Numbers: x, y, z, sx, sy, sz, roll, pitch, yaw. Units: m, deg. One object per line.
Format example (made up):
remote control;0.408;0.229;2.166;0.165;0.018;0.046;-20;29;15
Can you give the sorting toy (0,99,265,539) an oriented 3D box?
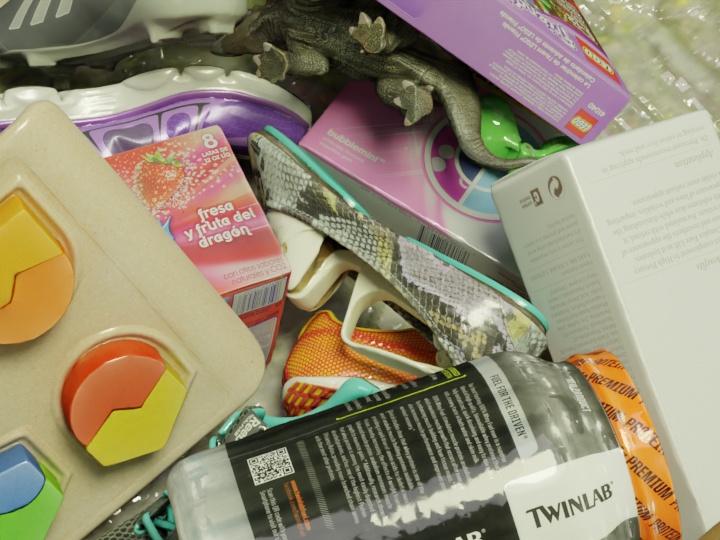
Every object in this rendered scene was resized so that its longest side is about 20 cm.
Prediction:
sorting toy;-0.157;0.053;0.794;0.200;0.186;0.036;-42;35;-5

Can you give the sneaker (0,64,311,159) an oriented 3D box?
sneaker;-0.122;-0.056;0.967;0.198;0.081;0.084;-9;78;-9

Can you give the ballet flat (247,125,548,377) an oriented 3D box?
ballet flat;0.000;0.000;0.893;0.200;0.072;0.072;36;58;27

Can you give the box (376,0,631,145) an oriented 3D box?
box;0.041;-0.157;0.919;0.199;0.039;0.137;31;23;-28

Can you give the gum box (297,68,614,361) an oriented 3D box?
gum box;0.073;-0.039;0.985;0.199;0.066;0.114;32;59;9

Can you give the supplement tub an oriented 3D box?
supplement tub;0.027;0.109;0.763;0.198;0.123;0.123;-18;63;-5

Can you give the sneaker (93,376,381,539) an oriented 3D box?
sneaker;-0.061;0.107;0.848;0.198;0.092;0.077;-20;34;-25

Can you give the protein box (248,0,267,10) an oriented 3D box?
protein box;-0.023;-0.263;1.002;0.196;0.202;0.135;1;34;-11

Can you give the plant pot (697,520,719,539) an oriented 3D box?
plant pot;0.167;0.191;0.812;0.027;0.201;0.200;19;49;41

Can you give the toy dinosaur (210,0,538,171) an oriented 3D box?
toy dinosaur;0.010;-0.114;0.918;0.198;0.078;0.102;19;19;16

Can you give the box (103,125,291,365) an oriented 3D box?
box;-0.145;0.018;0.888;0.198;0.103;0.095;-19;63;-20

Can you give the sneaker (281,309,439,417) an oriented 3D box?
sneaker;0.060;0.063;0.921;0.198;0.073;0.078;17;47;-4

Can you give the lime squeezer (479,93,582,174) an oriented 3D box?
lime squeezer;0.095;-0.069;0.954;0.199;0.038;0.071;30;28;8

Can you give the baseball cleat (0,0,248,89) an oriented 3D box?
baseball cleat;-0.135;-0.158;0.952;0.069;0.198;0.108;-2;88;-54

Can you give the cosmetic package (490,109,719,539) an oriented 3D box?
cosmetic package;0.150;0.033;0.876;0.101;0.074;0.202;-17;86;-31
